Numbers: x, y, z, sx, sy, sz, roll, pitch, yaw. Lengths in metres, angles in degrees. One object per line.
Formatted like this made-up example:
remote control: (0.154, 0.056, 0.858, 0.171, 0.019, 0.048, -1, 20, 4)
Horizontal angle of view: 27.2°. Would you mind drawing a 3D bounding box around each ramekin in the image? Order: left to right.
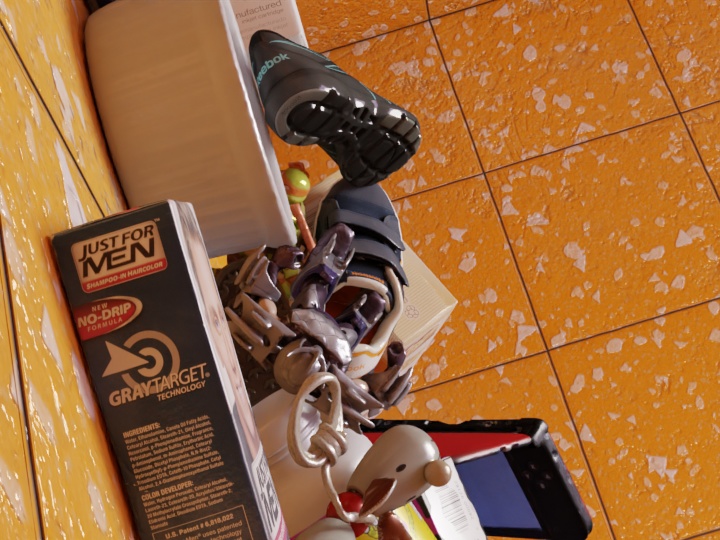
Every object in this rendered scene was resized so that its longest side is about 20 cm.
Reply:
ramekin: (-0.116, -0.101, 1.013, 0.200, 0.096, 0.203, 163, -90, -90)

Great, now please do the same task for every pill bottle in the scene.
pill bottle: (-0.011, 0.175, 0.953, 0.201, 0.104, 0.104, 56, 3, -9)

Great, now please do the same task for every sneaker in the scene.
sneaker: (-0.068, 0.096, 1.056, 0.090, 0.066, 0.203, 135, -60, -80)
sneaker: (-0.017, -0.127, 1.133, 0.080, 0.075, 0.200, 56, 14, 27)
sneaker: (0.000, 0.000, 1.147, 0.080, 0.077, 0.202, 116, -18, -56)

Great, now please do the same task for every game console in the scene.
game console: (0.058, 0.181, 1.199, 0.119, 0.198, 0.174, -47, 119, -38)

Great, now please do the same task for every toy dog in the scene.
toy dog: (-0.001, 0.166, 0.824, 0.132, 0.095, 0.202, 49, 59, -45)

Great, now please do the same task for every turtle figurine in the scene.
turtle figurine: (-0.078, -0.033, 1.181, 0.162, 0.064, 0.201, -58, -136, 36)

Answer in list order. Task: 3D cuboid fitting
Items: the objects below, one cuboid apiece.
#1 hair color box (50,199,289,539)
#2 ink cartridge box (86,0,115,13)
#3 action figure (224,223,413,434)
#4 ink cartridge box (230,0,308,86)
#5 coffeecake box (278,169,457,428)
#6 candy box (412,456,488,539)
hair color box: (-0.085, 0.070, 0.717, 0.100, 0.060, 0.203, -122, -165, -88)
ink cartridge box: (-0.201, -0.294, 1.028, 0.197, 0.043, 0.202, 73, 2, -67)
action figure: (-0.025, 0.034, 0.956, 0.130, 0.069, 0.200, 50, 13, -7)
ink cartridge box: (-0.132, -0.234, 1.255, 0.084, 0.143, 0.202, 70, 3, -63)
coffeecake box: (-0.022, 0.039, 1.286, 0.154, 0.073, 0.201, 48, -35, 13)
candy box: (0.043, 0.254, 1.059, 0.061, 0.136, 0.202, -13, 74, -55)
